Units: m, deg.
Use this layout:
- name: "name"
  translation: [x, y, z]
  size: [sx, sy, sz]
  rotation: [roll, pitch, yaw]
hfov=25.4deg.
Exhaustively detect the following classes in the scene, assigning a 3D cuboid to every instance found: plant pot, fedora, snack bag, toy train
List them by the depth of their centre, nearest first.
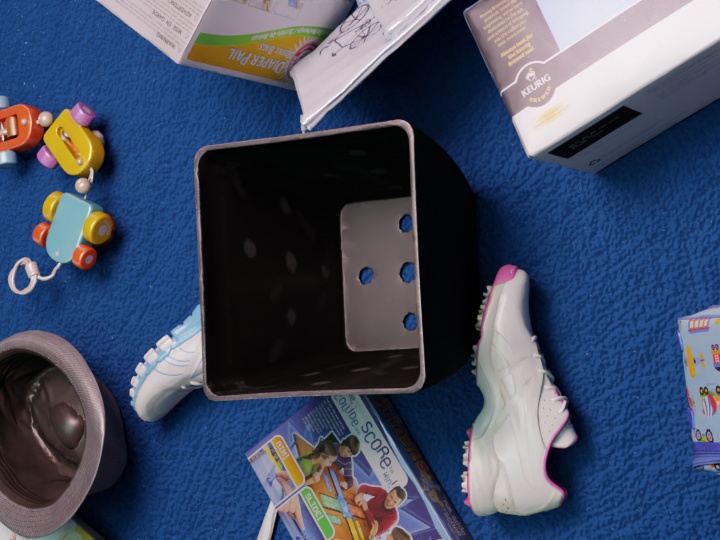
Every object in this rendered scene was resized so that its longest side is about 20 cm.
- name: "plant pot"
  translation: [0.000, 0.000, 1.287]
  size: [0.198, 0.177, 0.202]
  rotation: [-5, 84, 30]
- name: "snack bag"
  translation: [0.015, -0.206, 1.287]
  size: [0.200, 0.189, 0.021]
  rotation: [-42, 110, 10]
- name: "fedora"
  translation: [-0.283, 0.151, 1.492]
  size: [0.199, 0.090, 0.178]
  rotation: [35, 103, 33]
- name: "toy train"
  translation: [-0.296, -0.081, 1.535]
  size: [0.149, 0.055, 0.202]
  rotation: [-20, 75, 29]

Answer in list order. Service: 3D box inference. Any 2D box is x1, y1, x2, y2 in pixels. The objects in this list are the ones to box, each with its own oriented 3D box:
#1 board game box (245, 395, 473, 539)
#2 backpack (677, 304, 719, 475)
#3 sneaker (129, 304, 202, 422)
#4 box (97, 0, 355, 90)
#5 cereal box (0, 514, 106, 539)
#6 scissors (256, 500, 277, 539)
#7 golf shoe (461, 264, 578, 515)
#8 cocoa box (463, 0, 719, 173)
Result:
- name: "board game box"
  translation: [0.002, 0.202, 1.357]
  size: [0.135, 0.034, 0.201]
  rotation: [-39, 71, 23]
- name: "backpack"
  translation: [0.315, 0.118, 1.103]
  size: [0.182, 0.133, 0.202]
  rotation: [178, 86, -69]
- name: "sneaker"
  translation: [-0.125, 0.076, 1.419]
  size: [0.200, 0.075, 0.087]
  rotation: [-47, 73, 20]
- name: "box"
  translation: [-0.109, -0.231, 1.347]
  size: [0.112, 0.200, 0.102]
  rotation: [38, 106, 23]
- name: "cereal box"
  translation: [-0.349, 0.267, 1.533]
  size: [0.199, 0.040, 0.144]
  rotation: [33, 86, 26]
- name: "scissors"
  translation: [-0.106, 0.291, 1.427]
  size: [0.073, 0.014, 0.202]
  rotation: [2, 90, 32]
- name: "golf shoe"
  translation: [0.132, 0.098, 1.277]
  size: [0.091, 0.075, 0.202]
  rotation: [4, 92, 14]
- name: "cocoa box"
  translation: [0.205, -0.183, 1.203]
  size: [0.199, 0.133, 0.132]
  rotation: [-31, 72, 25]
